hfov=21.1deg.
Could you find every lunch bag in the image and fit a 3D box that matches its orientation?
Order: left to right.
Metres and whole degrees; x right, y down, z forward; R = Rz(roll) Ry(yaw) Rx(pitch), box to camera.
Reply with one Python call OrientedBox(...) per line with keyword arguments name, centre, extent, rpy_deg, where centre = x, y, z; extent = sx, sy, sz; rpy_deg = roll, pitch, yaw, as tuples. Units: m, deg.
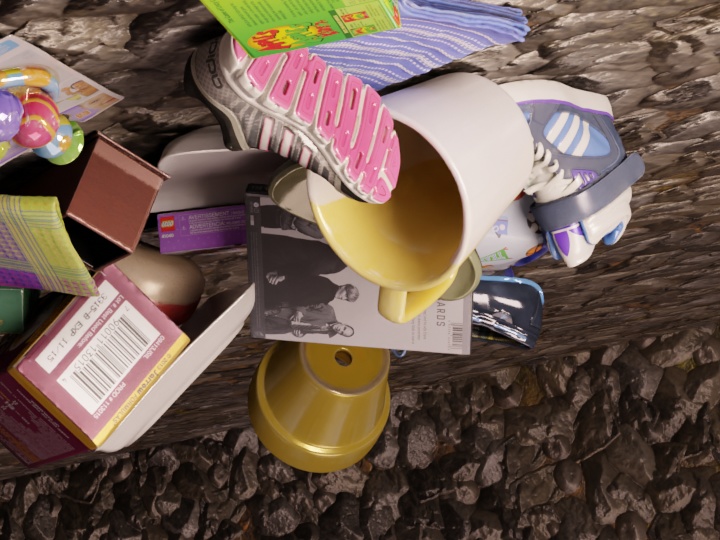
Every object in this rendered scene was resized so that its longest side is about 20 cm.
OrientedBox(name="lunch bag", centre=(0.074, -0.049, 1.787), extent=(0.169, 0.125, 0.200), rpy_deg=(2, 172, -11))

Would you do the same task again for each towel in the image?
OrientedBox(name="towel", centre=(-0.316, -0.031, 1.547), extent=(0.198, 0.023, 0.144), rpy_deg=(8, 151, 15))
OrientedBox(name="towel", centre=(0.009, -0.157, 1.407), extent=(0.199, 0.024, 0.144), rpy_deg=(-18, 166, 43))

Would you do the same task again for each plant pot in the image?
OrientedBox(name="plant pot", centre=(-0.044, 0.155, 2.689), extent=(0.199, 0.202, 0.189), rpy_deg=(-6, 155, -18))

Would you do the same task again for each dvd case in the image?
OrientedBox(name="dvd case", centre=(0.000, 0.000, 1.677), extent=(0.198, 0.151, 0.025), rpy_deg=(4, -148, 6))

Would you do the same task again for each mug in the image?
OrientedBox(name="mug", centre=(0.050, -0.073, 1.519), extent=(0.153, 0.150, 0.187), rpy_deg=(-37, 173, -47))

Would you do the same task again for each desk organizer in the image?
OrientedBox(name="desk organizer", centre=(-0.247, -0.039, 1.607), extent=(0.071, 0.077, 0.200), rpy_deg=(32, 151, -24))

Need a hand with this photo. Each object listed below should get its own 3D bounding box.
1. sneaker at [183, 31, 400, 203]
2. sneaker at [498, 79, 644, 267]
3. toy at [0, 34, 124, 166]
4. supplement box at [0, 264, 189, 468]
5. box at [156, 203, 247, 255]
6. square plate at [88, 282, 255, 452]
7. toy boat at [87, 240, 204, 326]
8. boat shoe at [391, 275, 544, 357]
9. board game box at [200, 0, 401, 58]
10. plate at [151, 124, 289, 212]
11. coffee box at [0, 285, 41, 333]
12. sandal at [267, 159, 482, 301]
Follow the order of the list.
OrientedBox(name="sneaker", centre=(-0.051, -0.110, 1.377), extent=(0.087, 0.074, 0.200), rpy_deg=(-6, 150, 40))
OrientedBox(name="sneaker", centre=(0.161, -0.077, 1.638), extent=(0.080, 0.148, 0.199), rpy_deg=(-18, 167, 42))
OrientedBox(name="toy", centre=(-0.245, -0.102, 1.359), extent=(0.115, 0.047, 0.200), rpy_deg=(-27, 170, 11))
OrientedBox(name="supplement box", centre=(-0.253, 0.084, 1.671), extent=(0.131, 0.103, 0.200), rpy_deg=(-52, -167, -26))
OrientedBox(name="box", centre=(-0.100, -0.040, 1.809), extent=(0.136, 0.039, 0.200), rpy_deg=(-6, 179, 8))
OrientedBox(name="square plate", centre=(-0.175, 0.094, 1.722), extent=(0.200, 0.028, 0.198), rpy_deg=(-47, -171, -14))
OrientedBox(name="toy boat", centre=(-0.224, 0.036, 1.831), extent=(0.130, 0.132, 0.200), rpy_deg=(19, 179, -6))
OrientedBox(name="boat shoe", centre=(0.067, 0.039, 1.749), extent=(0.198, 0.069, 0.084), rpy_deg=(0, 164, 6))
OrientedBox(name="board game box", centre=(-0.043, -0.182, 1.144), extent=(0.101, 0.048, 0.200), rpy_deg=(-10, 170, 9))
OrientedBox(name="plate", centre=(-0.087, -0.094, 1.649), extent=(0.198, 0.033, 0.200), rpy_deg=(-8, 170, -15))
OrientedBox(name="coffee box", centre=(-0.348, 0.012, 1.713), extent=(0.122, 0.044, 0.200), rpy_deg=(2, -168, -5))
OrientedBox(name="sandal", centre=(0.016, -0.033, 1.602), extent=(0.200, 0.058, 0.080), rpy_deg=(30, 127, -12))
